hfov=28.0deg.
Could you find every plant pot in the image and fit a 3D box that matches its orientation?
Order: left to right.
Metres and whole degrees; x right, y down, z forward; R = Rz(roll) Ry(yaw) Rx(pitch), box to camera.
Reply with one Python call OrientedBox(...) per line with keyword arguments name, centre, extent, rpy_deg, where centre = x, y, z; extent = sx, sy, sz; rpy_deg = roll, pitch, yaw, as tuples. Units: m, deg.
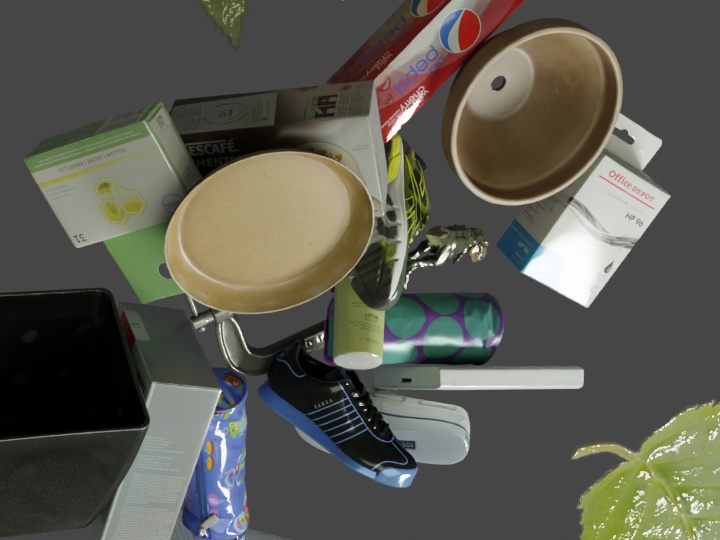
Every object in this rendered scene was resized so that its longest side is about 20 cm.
OrientedBox(name="plant pot", centre=(-0.332, 0.151, 1.420), extent=(0.199, 0.200, 0.178), rpy_deg=(-4, 132, -22))
OrientedBox(name="plant pot", centre=(-0.086, -0.040, 1.343), extent=(0.199, 0.028, 0.201), rpy_deg=(-11, 136, -10))
OrientedBox(name="plant pot", centre=(0.162, -0.175, 1.488), extent=(0.200, 0.093, 0.202), rpy_deg=(-14, 127, -20))

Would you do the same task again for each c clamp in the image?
OrientedBox(name="c clamp", centre=(-0.087, 0.037, 1.549), extent=(0.199, 0.027, 0.172), rpy_deg=(-20, 126, -13))

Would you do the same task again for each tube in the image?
OrientedBox(name="tube", centre=(0.000, 0.000, 1.489), extent=(0.052, 0.201, 0.058), rpy_deg=(-4, 155, 14))

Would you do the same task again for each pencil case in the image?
OrientedBox(name="pencil case", centre=(-0.162, 0.207, 1.584), extent=(0.078, 0.087, 0.201), rpy_deg=(7, 120, 10))
OrientedBox(name="pencil case", centre=(0.056, 0.062, 1.577), extent=(0.199, 0.092, 0.086), rpy_deg=(2, 94, -29))

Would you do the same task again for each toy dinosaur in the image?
OrientedBox(name="toy dinosaur", centre=(0.079, -0.022, 1.544), extent=(0.088, 0.048, 0.200), rpy_deg=(-32, 170, 15))

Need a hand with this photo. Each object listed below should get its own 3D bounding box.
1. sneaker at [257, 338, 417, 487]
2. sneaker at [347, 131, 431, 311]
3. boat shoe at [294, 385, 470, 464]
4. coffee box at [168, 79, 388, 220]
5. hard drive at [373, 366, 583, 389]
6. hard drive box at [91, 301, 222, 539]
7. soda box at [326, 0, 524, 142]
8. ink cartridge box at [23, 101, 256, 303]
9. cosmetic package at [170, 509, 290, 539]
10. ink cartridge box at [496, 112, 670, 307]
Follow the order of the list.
OrientedBox(name="sneaker", centre=(-0.013, 0.155, 1.566), extent=(0.199, 0.070, 0.078), rpy_deg=(34, 108, -1))
OrientedBox(name="sneaker", centre=(0.039, -0.051, 1.469), extent=(0.074, 0.201, 0.084), rpy_deg=(-16, 151, 40))
OrientedBox(name="boat shoe", centre=(0.027, 0.163, 1.651), extent=(0.201, 0.086, 0.075), rpy_deg=(4, 127, 7))
OrientedBox(name="coffee box", centre=(-0.079, -0.109, 1.389), extent=(0.199, 0.080, 0.115), rpy_deg=(-4, 124, 7))
OrientedBox(name="hard drive", centre=(0.133, 0.121, 1.627), extent=(0.199, 0.132, 0.027), rpy_deg=(2, 85, -32))
OrientedBox(name="hard drive box", centre=(-0.223, 0.159, 1.484), extent=(0.076, 0.156, 0.201), rpy_deg=(9, 114, -27))
OrientedBox(name="soda box", centre=(0.064, -0.226, 1.432), extent=(0.200, 0.070, 0.063), rpy_deg=(-45, 125, 6))
OrientedBox(name="ink cartridge box", centre=(-0.207, -0.050, 1.371), extent=(0.145, 0.048, 0.201), rpy_deg=(-14, 118, 26))
OrientedBox(name="cosmetic package", centre=(-0.161, 0.348, 1.653), extent=(0.199, 0.113, 0.081), rpy_deg=(20, 110, -33))
OrientedBox(name="ink cartridge box", centre=(0.260, -0.072, 1.613), extent=(0.116, 0.068, 0.200), rpy_deg=(25, 106, -33))
